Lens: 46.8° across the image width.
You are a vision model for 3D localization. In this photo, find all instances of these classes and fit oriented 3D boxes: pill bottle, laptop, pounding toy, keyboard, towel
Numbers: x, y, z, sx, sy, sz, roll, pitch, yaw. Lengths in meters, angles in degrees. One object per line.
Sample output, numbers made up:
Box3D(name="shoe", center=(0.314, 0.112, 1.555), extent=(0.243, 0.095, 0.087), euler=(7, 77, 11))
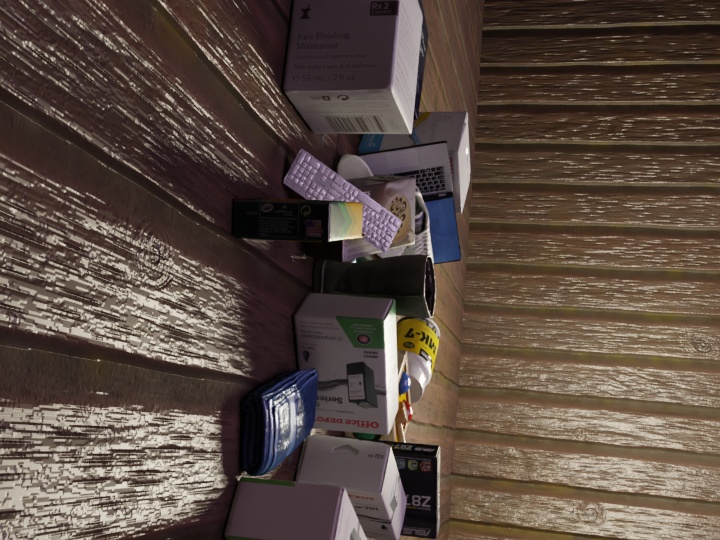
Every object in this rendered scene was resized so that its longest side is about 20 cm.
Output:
Box3D(name="pill bottle", center=(0.114, 0.203, 1.911), extent=(0.201, 0.112, 0.116), euler=(-70, 157, -52))
Box3D(name="laptop", center=(0.083, -0.114, 1.538), extent=(0.202, 0.183, 0.117), euler=(76, 8, -49))
Box3D(name="pounding toy", center=(0.049, 0.285, 1.603), extent=(0.201, 0.139, 0.187), euler=(-64, 153, -58))
Box3D(name="keyboard", center=(-0.024, -0.100, 1.225), extent=(0.057, 0.199, 0.011), euler=(-58, -153, -4))
Box3D(name="towel", center=(-0.108, 0.205, 1.151), extent=(0.200, 0.048, 0.114), euler=(-20, 113, -75))

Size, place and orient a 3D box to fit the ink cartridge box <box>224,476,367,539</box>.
Box3D(name="ink cartridge box", center=(-0.077, 0.358, 1.102), extent=(0.202, 0.143, 0.085), euler=(75, 21, -51))

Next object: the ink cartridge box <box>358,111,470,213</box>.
Box3D(name="ink cartridge box", center=(0.112, -0.216, 1.650), extent=(0.147, 0.196, 0.149), euler=(-71, 158, -48))

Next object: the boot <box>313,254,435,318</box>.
Box3D(name="boot", center=(0.023, 0.060, 1.338), extent=(0.073, 0.196, 0.186), euler=(-48, 139, -67))

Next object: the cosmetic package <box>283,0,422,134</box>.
Box3D(name="cosmetic package", center=(-0.005, -0.326, 1.231), extent=(0.165, 0.161, 0.204), euler=(43, 50, -71))

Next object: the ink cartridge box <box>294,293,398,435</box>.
Box3D(name="ink cartridge box", center=(-0.018, 0.147, 1.300), extent=(0.084, 0.143, 0.204), euler=(-59, 148, -63))

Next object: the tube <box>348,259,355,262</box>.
Box3D(name="tube", center=(-0.036, 0.071, 1.437), extent=(0.077, 0.049, 0.204), euler=(-45, 142, -59))

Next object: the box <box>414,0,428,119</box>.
Box3D(name="box", center=(0.049, -0.416, 1.530), extent=(0.197, 0.115, 0.204), euler=(62, 34, -63))

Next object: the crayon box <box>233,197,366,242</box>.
Box3D(name="crayon box", center=(-0.072, -0.067, 1.090), extent=(0.200, 0.124, 0.052), euler=(-15, 107, -76))

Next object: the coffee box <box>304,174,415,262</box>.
Box3D(name="coffee box", center=(0.002, -0.088, 1.335), extent=(0.198, 0.079, 0.115), euler=(-14, 109, -51))

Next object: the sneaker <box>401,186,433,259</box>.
Box3D(name="sneaker", center=(0.096, -0.061, 1.502), extent=(0.080, 0.075, 0.203), euler=(36, -35, 62))

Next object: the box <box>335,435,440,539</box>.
Box3D(name="box", center=(0.043, 0.386, 1.486), extent=(0.049, 0.196, 0.165), euler=(-50, 142, -69))

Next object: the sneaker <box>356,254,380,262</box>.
Box3D(name="sneaker", center=(0.000, 0.000, 1.501), extent=(0.200, 0.089, 0.068), euler=(42, 17, -37))

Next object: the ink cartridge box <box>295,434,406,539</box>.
Box3D(name="ink cartridge box", center=(-0.011, 0.360, 1.366), extent=(0.201, 0.144, 0.087), euler=(74, 26, -51))

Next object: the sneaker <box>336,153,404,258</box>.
Box3D(name="sneaker", center=(0.022, -0.117, 1.477), extent=(0.089, 0.074, 0.203), euler=(-104, 169, -76))
